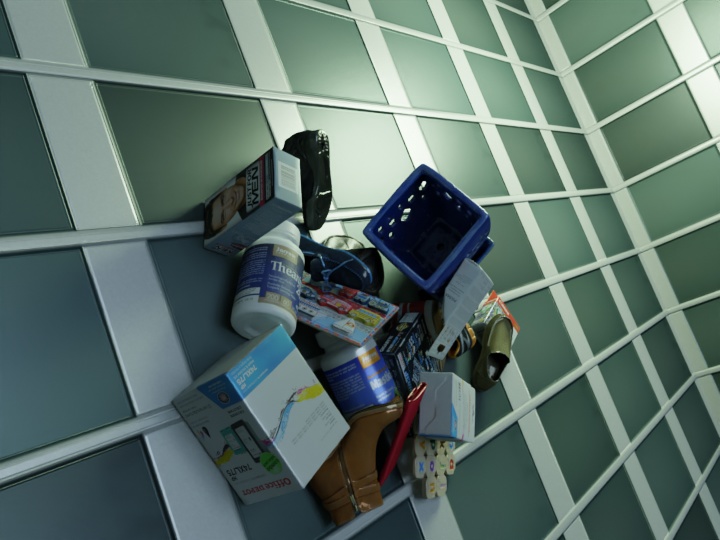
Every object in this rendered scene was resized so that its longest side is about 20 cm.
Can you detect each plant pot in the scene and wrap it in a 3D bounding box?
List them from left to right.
[{"bbox_3d":[0.154,-0.065,1.418,0.200,0.200,0.180,42,0,28],"label":"plant pot"}]

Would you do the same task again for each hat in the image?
[{"bbox_3d":[0.000,0.000,1.394,0.200,0.081,0.203,28,49,-36],"label":"hat"}]

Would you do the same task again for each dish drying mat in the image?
[{"bbox_3d":[0.073,0.297,1.232,0.018,0.202,0.077,25,28,15],"label":"dish drying mat"}]

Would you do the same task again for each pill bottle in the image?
[{"bbox_3d":[-0.155,0.013,1.177,0.111,0.110,0.202,32,47,-34],"label":"pill bottle"},{"bbox_3d":[-0.005,0.190,1.248,0.112,0.111,0.202,-24,88,-53],"label":"pill bottle"}]

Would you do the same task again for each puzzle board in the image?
[{"bbox_3d":[-0.048,0.064,1.239,0.151,0.198,0.018,-38,143,-52],"label":"puzzle board"}]

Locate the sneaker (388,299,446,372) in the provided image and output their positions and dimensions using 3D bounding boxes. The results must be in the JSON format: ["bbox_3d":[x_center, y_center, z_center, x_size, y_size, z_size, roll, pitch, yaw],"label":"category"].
[{"bbox_3d":[0.124,0.143,1.480,0.072,0.111,0.202,-68,151,-48],"label":"sneaker"}]

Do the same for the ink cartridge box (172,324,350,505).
[{"bbox_3d":[-0.148,0.220,1.032,0.201,0.146,0.146,56,38,-7],"label":"ink cartridge box"}]

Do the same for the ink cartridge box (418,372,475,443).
[{"bbox_3d":[0.171,0.271,1.318,0.200,0.067,0.117,40,51,-62],"label":"ink cartridge box"}]

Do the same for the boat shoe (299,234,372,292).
[{"bbox_3d":[-0.071,-0.001,1.260,0.069,0.198,0.085,-41,136,-38],"label":"boat shoe"}]

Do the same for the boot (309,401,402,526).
[{"bbox_3d":[0.008,0.321,1.144,0.156,0.198,0.074,64,1,9],"label":"boot"}]

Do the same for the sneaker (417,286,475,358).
[{"bbox_3d":[0.192,0.112,1.563,0.201,0.078,0.077,55,49,-7],"label":"sneaker"}]

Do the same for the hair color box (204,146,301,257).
[{"bbox_3d":[-0.185,-0.111,1.144,0.060,0.199,0.100,20,53,-40],"label":"hair color box"}]

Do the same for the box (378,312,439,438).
[{"bbox_3d":[0.105,0.209,1.370,0.159,0.046,0.202,-47,126,-52],"label":"box"}]

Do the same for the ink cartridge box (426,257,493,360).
[{"bbox_3d":[0.193,0.083,1.397,0.057,0.201,0.162,38,3,22],"label":"ink cartridge box"}]

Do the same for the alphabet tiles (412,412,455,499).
[{"bbox_3d":[0.146,0.349,1.357,0.195,0.014,0.203,20,67,-57],"label":"alphabet tiles"}]

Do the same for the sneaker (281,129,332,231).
[{"bbox_3d":[-0.120,-0.183,1.381,0.076,0.113,0.202,-24,115,-57],"label":"sneaker"}]

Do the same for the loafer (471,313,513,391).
[{"bbox_3d":[0.330,0.196,1.628,0.076,0.067,0.202,28,68,-20],"label":"loafer"}]

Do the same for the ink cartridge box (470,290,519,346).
[{"bbox_3d":[0.361,0.133,1.764,0.109,0.050,0.200,55,39,-9],"label":"ink cartridge box"}]
